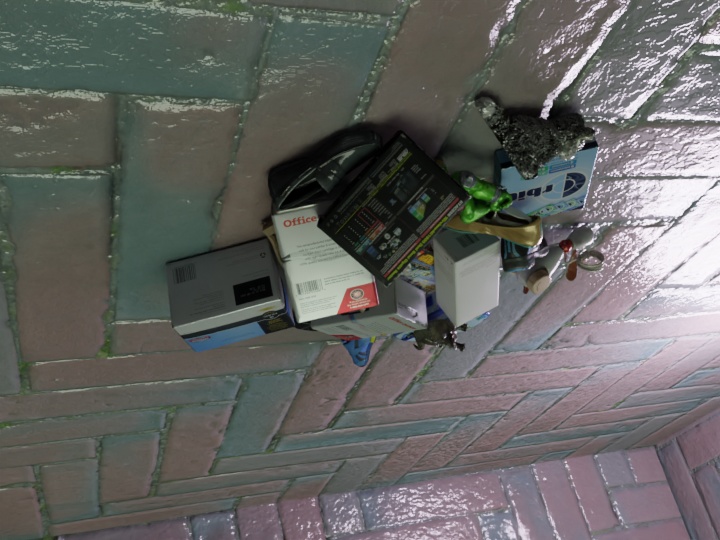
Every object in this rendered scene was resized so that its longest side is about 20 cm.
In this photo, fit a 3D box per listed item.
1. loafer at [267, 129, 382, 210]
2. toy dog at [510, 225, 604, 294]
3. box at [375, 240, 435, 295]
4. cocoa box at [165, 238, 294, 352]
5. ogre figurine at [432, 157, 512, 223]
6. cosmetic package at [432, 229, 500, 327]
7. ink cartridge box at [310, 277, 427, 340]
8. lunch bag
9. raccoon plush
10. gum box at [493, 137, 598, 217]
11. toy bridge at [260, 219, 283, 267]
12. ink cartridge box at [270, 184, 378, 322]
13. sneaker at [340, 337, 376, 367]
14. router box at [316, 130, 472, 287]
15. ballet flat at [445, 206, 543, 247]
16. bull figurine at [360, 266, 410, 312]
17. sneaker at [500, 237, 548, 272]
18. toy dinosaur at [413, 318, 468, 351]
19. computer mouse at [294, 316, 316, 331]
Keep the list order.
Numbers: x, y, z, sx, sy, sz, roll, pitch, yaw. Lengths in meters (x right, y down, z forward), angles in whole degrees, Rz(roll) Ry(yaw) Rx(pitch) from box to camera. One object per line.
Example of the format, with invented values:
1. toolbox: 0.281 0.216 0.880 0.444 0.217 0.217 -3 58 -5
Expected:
1. loafer: -0.052 -0.154 1.259 0.200 0.071 0.068 -23 152 17
2. toy dog: 0.397 -0.010 1.678 0.199 0.132 0.096 -13 143 -2
3. box: 0.115 -0.008 1.642 0.137 0.040 0.200 -29 149 29
4. cocoa box: -0.236 0.048 1.482 0.199 0.134 0.131 -15 153 2
5. ogre figurine: 0.144 -0.125 1.368 0.200 0.098 0.120 15 166 33
6. cosmetic package: 0.209 0.005 1.592 0.107 0.085 0.200 -25 141 -16
7. ink cartridge box: 0.019 0.081 1.662 0.199 0.083 0.146 -11 159 28
8. lunch bag: 0.172 0.098 1.806 0.160 0.083 0.200 11 150 -42
9. raccoon plush: 0.283 -0.226 1.269 0.134 0.097 0.200 -32 148 16
10. gum box: 0.325 -0.161 1.450 0.169 0.045 0.200 -13 152 1
11. toy bridge: -0.107 -0.016 1.441 0.067 0.027 0.200 -25 119 40
12. ink cartridge box: -0.060 -0.030 1.363 0.144 0.084 0.201 -12 113 -3
13. sneaker: -0.011 0.166 1.891 0.078 0.066 0.200 3 150 -6
14. router box: 0.051 -0.097 1.270 0.150 0.062 0.200 41 100 -12
15. ballet flat: 0.234 -0.096 1.461 0.199 0.069 0.063 14 128 19
16. bull figurine: 0.000 0.000 1.539 0.200 0.065 0.121 -38 102 27
17. sneaker: 0.319 -0.059 1.570 0.073 0.082 0.200 -9 -169 22
18. toy dinosaur: 0.160 0.132 1.710 0.102 0.077 0.200 22 169 -27
19. computer mouse: -0.153 0.099 1.735 0.199 0.034 0.059 13 159 -33
